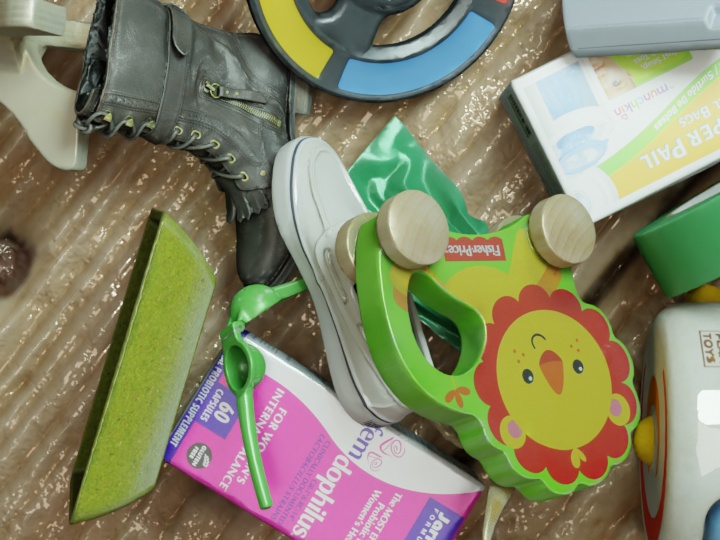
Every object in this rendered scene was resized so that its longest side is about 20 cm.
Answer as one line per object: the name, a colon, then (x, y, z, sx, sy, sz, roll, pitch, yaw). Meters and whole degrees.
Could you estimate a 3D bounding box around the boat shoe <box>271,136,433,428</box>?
boat shoe: (0.000, 0.000, 1.314, 0.066, 0.072, 0.201, -28, 70, 41)

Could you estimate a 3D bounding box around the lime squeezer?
lime squeezer: (-0.062, 0.056, 1.306, 0.071, 0.038, 0.201, 42, 49, -32)

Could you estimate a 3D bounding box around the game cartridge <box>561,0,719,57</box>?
game cartridge: (0.207, -0.216, 1.335, 0.132, 0.041, 0.201, 3, 48, 25)

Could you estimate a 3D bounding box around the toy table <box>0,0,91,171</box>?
toy table: (-0.231, -0.166, 1.342, 0.116, 0.184, 0.201, 4, 102, 16)

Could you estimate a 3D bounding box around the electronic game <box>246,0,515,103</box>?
electronic game: (0.017, -0.211, 1.356, 0.199, 0.042, 0.201, -6, 110, -16)

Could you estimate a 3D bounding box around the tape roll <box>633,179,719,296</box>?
tape roll: (0.276, -0.052, 1.322, 0.200, 0.200, 0.048, -30, 89, 0)

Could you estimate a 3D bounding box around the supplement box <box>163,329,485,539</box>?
supplement box: (-0.026, 0.132, 1.371, 0.199, 0.103, 0.102, 31, 88, -2)

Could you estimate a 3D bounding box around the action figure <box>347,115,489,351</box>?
action figure: (0.062, 0.003, 1.394, 0.200, 0.055, 0.118, 40, 88, 4)

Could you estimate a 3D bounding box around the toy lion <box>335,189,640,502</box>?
toy lion: (0.091, 0.051, 1.277, 0.199, 0.069, 0.193, 1, 74, -37)

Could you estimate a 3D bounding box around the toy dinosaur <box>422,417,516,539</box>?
toy dinosaur: (0.095, 0.114, 1.321, 0.101, 0.200, 0.058, 47, 108, 5)

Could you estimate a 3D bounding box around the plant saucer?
plant saucer: (-0.141, 0.062, 1.325, 0.048, 0.200, 0.201, 17, 90, -9)

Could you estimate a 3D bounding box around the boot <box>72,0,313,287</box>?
boot: (-0.117, -0.089, 1.343, 0.173, 0.069, 0.201, 9, 78, -40)

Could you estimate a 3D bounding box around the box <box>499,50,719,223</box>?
box: (0.210, -0.120, 1.372, 0.199, 0.101, 0.113, -27, 90, 0)

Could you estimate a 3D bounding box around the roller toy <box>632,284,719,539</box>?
roller toy: (0.249, 0.111, 1.331, 0.139, 0.182, 0.201, 1, 90, 1)
